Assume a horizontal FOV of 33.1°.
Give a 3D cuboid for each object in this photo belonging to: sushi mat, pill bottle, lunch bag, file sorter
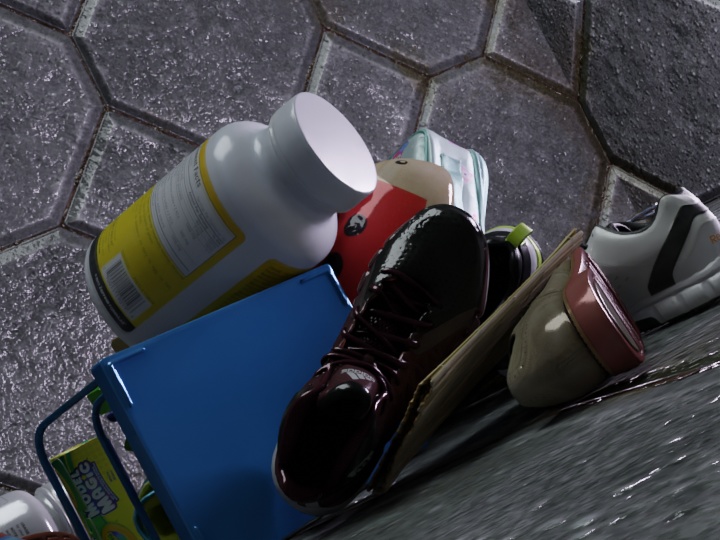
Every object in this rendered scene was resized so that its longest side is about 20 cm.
[{"bbox_3d":[0.072,0.049,0.720,0.200,0.012,0.096,-39,-23,-47],"label":"sushi mat"},{"bbox_3d":[-0.347,0.280,1.151,0.199,0.114,0.113,-25,-4,-32],"label":"pill bottle"},{"bbox_3d":[-0.087,-0.030,0.831,0.200,0.112,0.112,-36,-7,25],"label":"pill bottle"},{"bbox_3d":[0.045,-0.012,1.026,0.160,0.077,0.201,-45,30,40],"label":"lunch bag"},{"bbox_3d":[-0.085,0.108,0.781,0.200,0.139,0.123,-24,-9,-47],"label":"file sorter"}]

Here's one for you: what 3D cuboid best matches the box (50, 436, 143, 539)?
[{"bbox_3d":[-0.212,0.200,1.027,0.048,0.118,0.200,-27,-3,-10],"label":"box"}]

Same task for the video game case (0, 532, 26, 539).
[{"bbox_3d":[-0.210,0.192,0.657,0.199,0.018,0.143,-1,17,45],"label":"video game case"}]

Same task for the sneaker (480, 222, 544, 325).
[{"bbox_3d":[0.054,0.043,0.869,0.200,0.072,0.083,-55,-14,10],"label":"sneaker"}]

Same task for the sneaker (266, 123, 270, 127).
[{"bbox_3d":[-0.064,-0.040,0.931,0.201,0.075,0.088,-61,-9,23],"label":"sneaker"}]

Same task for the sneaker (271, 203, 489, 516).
[{"bbox_3d":[0.014,0.048,0.670,0.201,0.075,0.116,-62,-6,-6],"label":"sneaker"}]

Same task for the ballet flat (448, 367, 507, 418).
[{"bbox_3d":[0.079,0.082,0.944,0.199,0.071,0.065,-26,-30,13],"label":"ballet flat"}]

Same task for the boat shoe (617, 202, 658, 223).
[{"bbox_3d":[0.237,-0.013,0.984,0.072,0.073,0.200,-27,-3,-3],"label":"boat shoe"}]

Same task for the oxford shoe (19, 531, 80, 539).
[{"bbox_3d":[-0.242,0.226,0.783,0.074,0.071,0.200,-31,-5,20],"label":"oxford shoe"}]

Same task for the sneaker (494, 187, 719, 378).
[{"bbox_3d":[0.166,0.012,0.833,0.200,0.080,0.074,-32,-3,33],"label":"sneaker"}]

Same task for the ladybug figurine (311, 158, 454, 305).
[{"bbox_3d":[0.000,0.000,0.898,0.201,0.072,0.136,-66,18,-17],"label":"ladybug figurine"}]

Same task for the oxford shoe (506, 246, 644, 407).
[{"bbox_3d":[0.117,0.035,0.704,0.075,0.071,0.200,-35,-7,12],"label":"oxford shoe"}]

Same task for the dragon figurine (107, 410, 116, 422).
[{"bbox_3d":[-0.102,0.092,0.957,0.199,0.059,0.099,-22,3,-19],"label":"dragon figurine"}]

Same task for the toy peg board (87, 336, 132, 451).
[{"bbox_3d":[-0.126,0.124,1.078,0.199,0.200,0.098,-29,11,37],"label":"toy peg board"}]

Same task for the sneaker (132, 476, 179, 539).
[{"bbox_3d":[-0.130,0.174,0.952,0.130,0.080,0.200,-24,-6,-30],"label":"sneaker"}]
